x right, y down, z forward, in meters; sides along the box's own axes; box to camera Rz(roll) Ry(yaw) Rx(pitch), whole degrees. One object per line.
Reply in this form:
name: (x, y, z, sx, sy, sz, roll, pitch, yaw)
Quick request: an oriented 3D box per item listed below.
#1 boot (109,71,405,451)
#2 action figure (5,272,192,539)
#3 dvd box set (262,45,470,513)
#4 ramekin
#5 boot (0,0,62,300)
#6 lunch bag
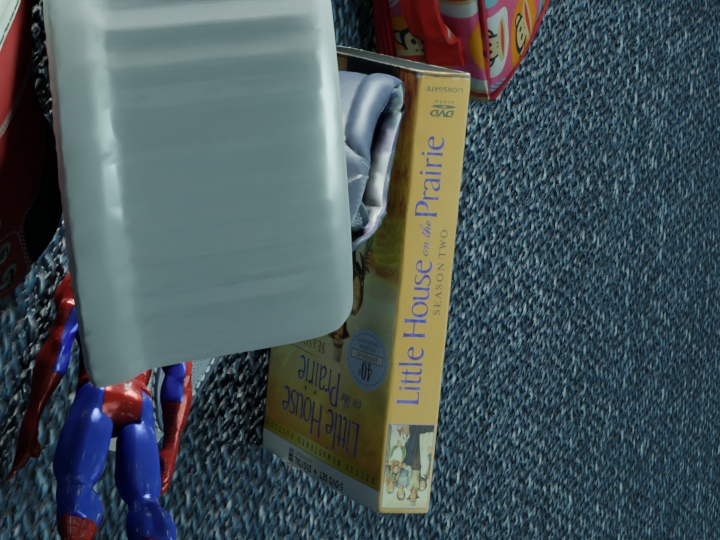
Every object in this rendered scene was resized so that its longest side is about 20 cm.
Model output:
boot: (-0.045, -0.009, 1.267, 0.073, 0.090, 0.201, 71, 31, -57)
action figure: (-0.097, 0.062, 1.155, 0.052, 0.065, 0.201, 123, -24, -46)
dvd box set: (0.000, 0.000, 1.391, 0.146, 0.029, 0.201, -157, -109, -65)
ramekin: (-0.058, -0.063, 1.069, 0.200, 0.097, 0.202, 174, -90, -88)
boot: (-0.144, -0.015, 0.974, 0.200, 0.072, 0.145, -70, 161, -47)
lunch bag: (0.051, -0.187, 1.534, 0.201, 0.082, 0.177, 82, 23, -44)
